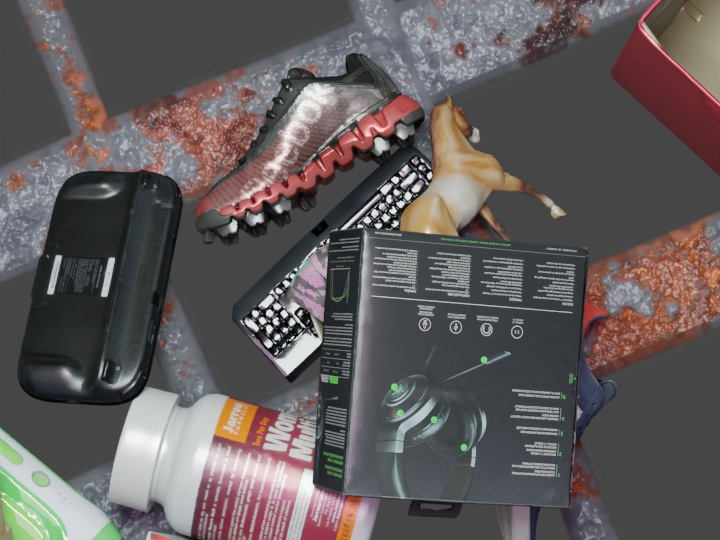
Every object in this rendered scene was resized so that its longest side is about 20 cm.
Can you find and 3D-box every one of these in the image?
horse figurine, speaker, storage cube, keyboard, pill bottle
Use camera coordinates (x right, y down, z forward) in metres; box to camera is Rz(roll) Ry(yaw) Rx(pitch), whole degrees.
[{"bbox_3d":[0.077,-0.033,1.614,0.132,0.050,0.201,43,53,-14],"label":"horse figurine"},{"bbox_3d":[-0.278,0.169,1.611,0.200,0.088,0.089,39,85,4],"label":"speaker"},{"bbox_3d":[0.314,-0.166,1.595,0.200,0.180,0.171,42,86,4],"label":"storage cube"},{"bbox_3d":[0.000,0.000,1.650,0.200,0.040,0.104,-44,84,-3],"label":"keyboard"},{"bbox_3d":[-0.082,0.157,1.598,0.198,0.110,0.111,16,84,2],"label":"pill bottle"}]

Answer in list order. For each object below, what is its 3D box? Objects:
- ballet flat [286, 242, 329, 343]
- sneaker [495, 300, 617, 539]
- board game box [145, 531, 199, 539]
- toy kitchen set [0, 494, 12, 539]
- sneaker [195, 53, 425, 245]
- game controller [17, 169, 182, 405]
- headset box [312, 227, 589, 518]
[{"bbox_3d":[0.019,0.062,1.616,0.071,0.069,0.200,-37,113,19],"label":"ballet flat"},{"bbox_3d":[0.152,0.116,1.621,0.084,0.075,0.202,6,90,-11],"label":"sneaker"},{"bbox_3d":[-0.063,0.270,1.561,0.198,0.105,0.104,13,84,20],"label":"board game box"},{"bbox_3d":[-0.366,0.233,1.527,0.162,0.180,0.202,11,120,23],"label":"toy kitchen set"},{"bbox_3d":[-0.053,-0.099,1.645,0.199,0.071,0.098,-33,85,-5],"label":"sneaker"},{"bbox_3d":[-0.199,0.010,1.620,0.103,0.042,0.202,-2,59,18],"label":"game controller"},{"bbox_3d":[0.063,0.077,1.514,0.172,0.093,0.202,4,88,-16],"label":"headset box"}]
